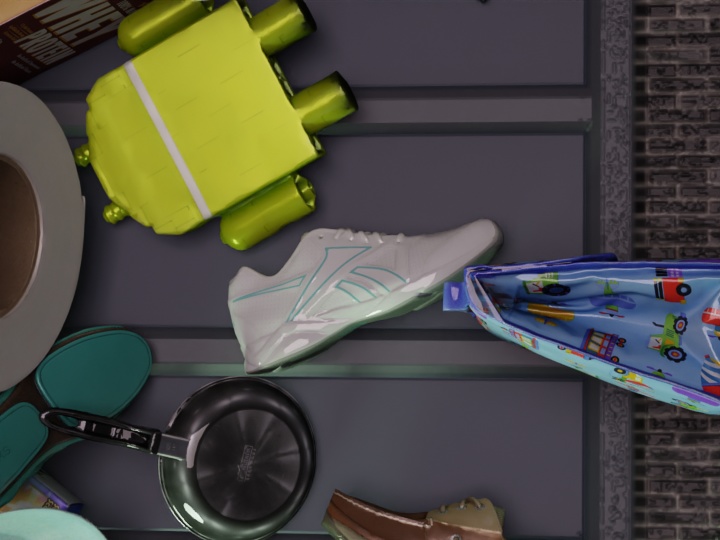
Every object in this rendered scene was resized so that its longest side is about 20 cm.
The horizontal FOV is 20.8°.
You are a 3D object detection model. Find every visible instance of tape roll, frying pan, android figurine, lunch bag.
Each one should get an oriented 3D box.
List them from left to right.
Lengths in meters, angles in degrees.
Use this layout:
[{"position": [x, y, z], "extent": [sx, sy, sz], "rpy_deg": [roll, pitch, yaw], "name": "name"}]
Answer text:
[{"position": [-0.293, -0.025, 1.285], "extent": [0.138, 0.202, 0.205], "rpy_deg": [4, 85, 25], "name": "tape roll"}, {"position": [-0.108, 0.107, 1.316], "extent": [0.190, 0.031, 0.115], "rpy_deg": [39, 78, -20], "name": "frying pan"}, {"position": [-0.106, -0.103, 1.356], "extent": [0.199, 0.041, 0.183], "rpy_deg": [-30, 89, 13], "name": "android figurine"}, {"position": [0.150, 0.034, 1.266], "extent": [0.198, 0.151, 0.095], "rpy_deg": [7, 86, 8], "name": "lunch bag"}]

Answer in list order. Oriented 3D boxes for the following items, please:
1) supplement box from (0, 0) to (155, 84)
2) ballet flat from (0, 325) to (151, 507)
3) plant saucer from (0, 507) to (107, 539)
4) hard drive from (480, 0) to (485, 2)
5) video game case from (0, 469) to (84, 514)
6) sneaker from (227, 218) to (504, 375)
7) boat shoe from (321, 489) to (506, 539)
[{"position": [-0.244, -0.253, 1.353], "extent": [0.196, 0.133, 0.201], "rpy_deg": [-26, 82, 5], "name": "supplement box"}, {"position": [-0.224, 0.100, 1.324], "extent": [0.070, 0.200, 0.068], "rpy_deg": [-22, 103, 44], "name": "ballet flat"}, {"position": [-0.254, 0.235, 1.303], "extent": [0.039, 0.201, 0.202], "rpy_deg": [36, 90, 42], "name": "plant saucer"}, {"position": [0.060, -0.301, 1.359], "extent": [0.135, 0.042, 0.200], "rpy_deg": [-43, 81, 8], "name": "hard drive"}, {"position": [-0.322, 0.189, 1.370], "extent": [0.181, 0.045, 0.201], "rpy_deg": [37, 91, 10], "name": "video game case"}, {"position": [0.000, 0.000, 1.331], "extent": [0.199, 0.070, 0.081], "rpy_deg": [-23, 80, 6], "name": "sneaker"}, {"position": [0.073, 0.190, 1.308], "extent": [0.199, 0.076, 0.074], "rpy_deg": [25, 80, 5], "name": "boat shoe"}]
